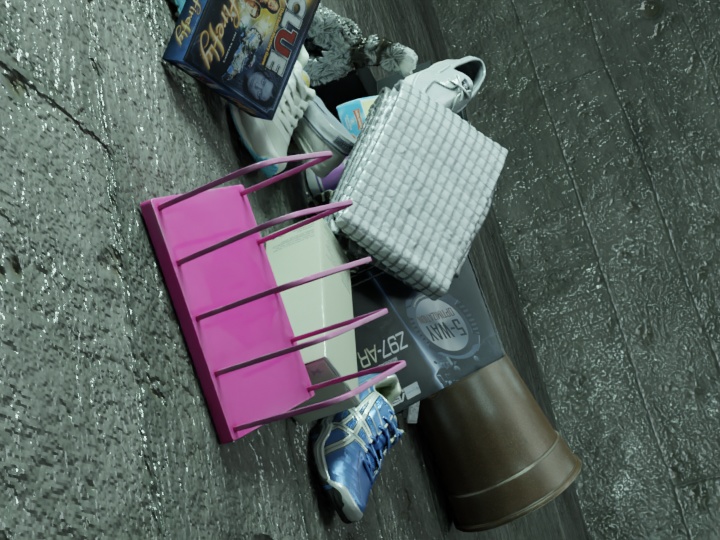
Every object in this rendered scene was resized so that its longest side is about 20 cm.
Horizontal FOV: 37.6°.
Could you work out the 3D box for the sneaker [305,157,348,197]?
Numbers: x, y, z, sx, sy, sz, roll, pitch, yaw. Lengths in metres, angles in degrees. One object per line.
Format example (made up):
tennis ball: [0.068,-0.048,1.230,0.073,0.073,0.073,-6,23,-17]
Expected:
sneaker: [0.011,-0.115,1.418,0.200,0.113,0.073,10,60,-76]

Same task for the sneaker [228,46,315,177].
sneaker: [-0.094,-0.188,1.167,0.077,0.080,0.201,58,20,-47]

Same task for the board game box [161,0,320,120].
board game box: [-0.102,-0.268,1.040,0.135,0.034,0.202,27,82,-51]

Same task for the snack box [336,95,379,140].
snack box: [0.037,-0.114,1.302,0.116,0.037,0.202,-25,100,-63]

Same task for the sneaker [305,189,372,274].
sneaker: [0.000,0.000,1.292,0.089,0.078,0.202,9,62,-72]

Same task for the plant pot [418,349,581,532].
plant pot: [0.173,0.224,1.470,0.199,0.199,0.200,62,14,-5]

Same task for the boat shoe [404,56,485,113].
boat shoe: [0.111,-0.228,1.343,0.200,0.068,0.073,-39,111,-59]

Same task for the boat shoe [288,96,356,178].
boat shoe: [-0.074,-0.175,1.259,0.071,0.070,0.200,27,17,-44]

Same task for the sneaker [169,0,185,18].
sneaker: [-0.138,-0.270,1.072,0.079,0.095,0.201,-67,136,-70]

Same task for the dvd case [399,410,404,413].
dvd case: [0.034,0.085,1.426,0.200,0.025,0.151,-65,135,-70]

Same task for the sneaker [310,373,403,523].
sneaker: [0.000,0.167,1.066,0.201,0.076,0.076,-86,155,-55]

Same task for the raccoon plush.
raccoon plush: [-0.036,-0.297,1.368,0.199,0.097,0.134,19,29,-21]

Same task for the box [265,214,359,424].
box: [-0.050,0.045,1.053,0.201,0.068,0.082,-93,158,-47]

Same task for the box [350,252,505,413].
box: [0.056,0.064,1.220,0.043,0.199,0.161,-11,-80,62]

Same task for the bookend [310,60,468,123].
bookend: [0.023,-0.240,1.446,0.200,0.197,0.093,55,22,-46]

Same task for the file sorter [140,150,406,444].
file sorter: [-0.062,0.014,0.867,0.139,0.125,0.202,-20,91,-62]

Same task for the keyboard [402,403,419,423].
keyboard: [0.077,0.096,1.368,0.056,0.011,0.202,23,73,-67]

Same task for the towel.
towel: [0.057,-0.085,1.174,0.165,0.085,0.201,32,70,-23]
